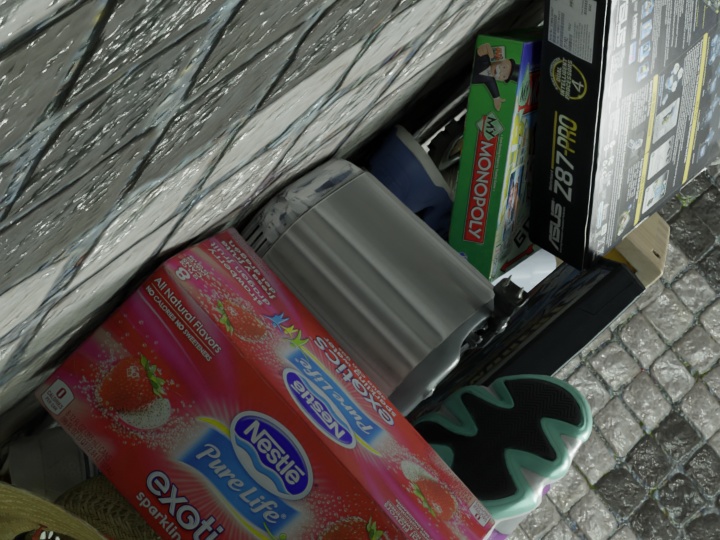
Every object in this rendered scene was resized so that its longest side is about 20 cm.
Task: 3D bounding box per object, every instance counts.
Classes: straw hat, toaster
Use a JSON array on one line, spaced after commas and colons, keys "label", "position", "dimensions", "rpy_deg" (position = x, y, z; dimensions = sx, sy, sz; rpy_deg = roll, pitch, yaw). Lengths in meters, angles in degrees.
[{"label": "straw hat", "position": [-0.127, 0.147, 1.040], "dimensions": [0.085, 0.201, 0.201], "rpy_deg": [-48, -179, -39]}, {"label": "toaster", "position": [-0.016, 0.033, 1.110], "dimensions": [0.200, 0.129, 0.114], "rpy_deg": [-50, 173, 38]}]

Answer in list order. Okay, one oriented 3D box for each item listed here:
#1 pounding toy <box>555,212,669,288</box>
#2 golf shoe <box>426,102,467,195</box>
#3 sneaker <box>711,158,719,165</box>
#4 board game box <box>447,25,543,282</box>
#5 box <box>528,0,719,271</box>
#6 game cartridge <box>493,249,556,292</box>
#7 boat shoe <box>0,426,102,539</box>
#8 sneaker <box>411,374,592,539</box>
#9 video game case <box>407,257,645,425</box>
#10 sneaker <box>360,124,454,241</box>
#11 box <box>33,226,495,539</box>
[{"label": "pounding toy", "position": [0.127, -0.037, 1.575], "dimensions": [0.200, 0.184, 0.142], "rpy_deg": [-43, -172, 23]}, {"label": "golf shoe", "position": [0.139, -0.109, 1.370], "dimensions": [0.200, 0.095, 0.078], "rpy_deg": [-43, 175, 3]}, {"label": "sneaker", "position": [0.232, -0.169, 1.354], "dimensions": [0.083, 0.080, 0.201], "rpy_deg": [-45, 150, -47]}, {"label": "board game box", "position": [0.092, -0.073, 1.225], "dimensions": [0.200, 0.029, 0.135], "rpy_deg": [-29, 128, -72]}, {"label": "box", "position": [0.165, -0.120, 1.194], "dimensions": [0.161, 0.049, 0.201], "rpy_deg": [-37, 144, -31]}, {"label": "game cartridge", "position": [0.049, 0.066, 1.441], "dimensions": [0.133, 0.040, 0.201], "rpy_deg": [1, 125, -55]}, {"label": "boat shoe", "position": [-0.187, 0.133, 1.154], "dimensions": [0.069, 0.071, 0.200], "rpy_deg": [-4, 162, -21]}, {"label": "sneaker", "position": [0.049, 0.145, 1.140], "dimensions": [0.200, 0.078, 0.140], "rpy_deg": [-36, 149, -1]}, {"label": "video game case", "position": [0.074, 0.064, 1.245], "dimensions": [0.200, 0.026, 0.181], "rpy_deg": [-42, -177, 0]}, {"label": "sneaker", "position": [0.000, 0.000, 1.240], "dimensions": [0.115, 0.081, 0.200], "rpy_deg": [-31, 152, -7]}, {"label": "box", "position": [-0.044, 0.090, 1.000], "dimensions": [0.100, 0.200, 0.095], "rpy_deg": [-43, 177, 20]}]
